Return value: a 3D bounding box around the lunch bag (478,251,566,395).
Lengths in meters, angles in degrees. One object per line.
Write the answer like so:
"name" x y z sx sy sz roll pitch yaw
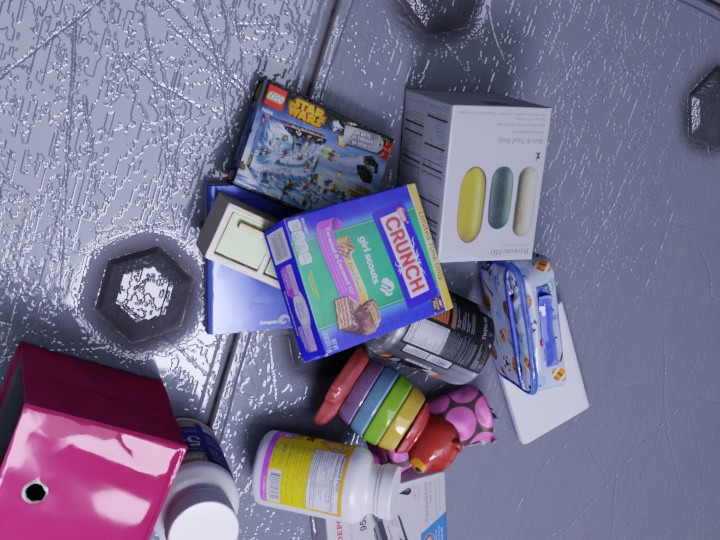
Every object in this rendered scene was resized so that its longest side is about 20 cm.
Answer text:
"lunch bag" 0.231 0.066 1.266 0.074 0.160 0.204 -13 102 -10

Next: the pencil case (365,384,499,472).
"pencil case" 0.106 0.244 1.341 0.196 0.091 0.095 -17 81 -13

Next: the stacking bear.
"stacking bear" 0.050 0.209 1.251 0.198 0.122 0.114 34 54 6

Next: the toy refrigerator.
"toy refrigerator" -0.106 -0.022 1.155 0.197 0.070 0.077 25 97 -27

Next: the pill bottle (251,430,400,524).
"pill bottle" -0.046 0.292 1.242 0.196 0.104 0.107 8 107 13

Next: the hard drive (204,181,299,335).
"hard drive" -0.144 -0.018 1.194 0.129 0.025 0.204 -4 108 -21

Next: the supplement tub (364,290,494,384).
"supplement tub" 0.083 0.076 1.263 0.197 0.122 0.124 24 97 -26

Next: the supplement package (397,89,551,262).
"supplement package" 0.147 -0.131 1.205 0.149 0.151 0.204 -2 108 -22

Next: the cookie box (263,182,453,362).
"cookie box" 0.000 0.000 1.117 0.197 0.075 0.175 -18 89 -30

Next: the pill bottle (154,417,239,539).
"pill bottle" -0.223 0.290 1.165 0.117 0.200 0.122 -7 110 -20

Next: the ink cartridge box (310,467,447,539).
"ink cartridge box" 0.027 0.374 1.359 0.196 0.084 0.148 -11 110 -18

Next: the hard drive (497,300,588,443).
"hard drive" 0.285 0.162 1.419 0.130 0.025 0.203 -26 115 -12

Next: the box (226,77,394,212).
"box" -0.062 -0.145 1.161 0.197 0.040 0.140 21 84 -26

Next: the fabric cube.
"fabric cube" -0.353 0.236 1.095 0.197 0.200 0.199 21 98 -26
